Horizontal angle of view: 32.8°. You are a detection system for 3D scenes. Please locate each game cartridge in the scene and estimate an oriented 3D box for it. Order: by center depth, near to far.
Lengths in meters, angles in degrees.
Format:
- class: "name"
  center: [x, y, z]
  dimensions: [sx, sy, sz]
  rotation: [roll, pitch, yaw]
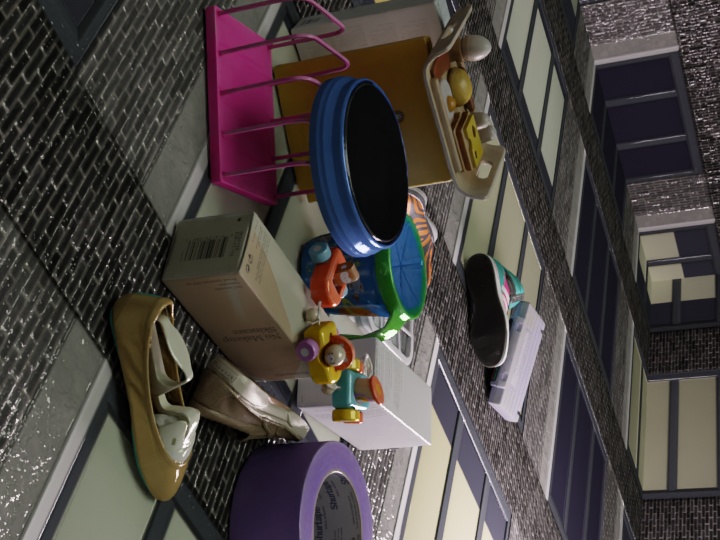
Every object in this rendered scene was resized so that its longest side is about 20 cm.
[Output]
- class: "game cartridge"
  center: [0.005, -0.182, 1.495]
  dimensions: [0.032, 0.199, 0.177]
  rotation: [-37, 118, -66]
- class: "game cartridge"
  center: [0.287, 0.167, 2.254]
  dimensions: [0.130, 0.038, 0.201]
  rotation: [42, 63, -56]

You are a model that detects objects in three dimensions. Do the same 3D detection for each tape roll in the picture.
- class: "tape roll"
  center: [-0.061, 0.289, 1.345]
  dimensions: [0.200, 0.085, 0.201]
  rotation: [-8, 90, -69]

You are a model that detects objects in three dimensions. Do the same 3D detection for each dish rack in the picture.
- class: "dish rack"
  center: [0.028, 0.019, 1.706]
  dimensions: [0.172, 0.043, 0.201]
  rotation: [47, 41, -55]

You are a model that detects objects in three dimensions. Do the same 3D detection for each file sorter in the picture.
- class: "file sorter"
  center: [-0.085, -0.190, 1.376]
  dimensions: [0.139, 0.125, 0.201]
  rotation: [19, 66, -66]

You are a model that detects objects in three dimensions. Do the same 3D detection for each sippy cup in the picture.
- class: "sippy cup"
  center: [0.000, 0.000, 1.522]
  dimensions: [0.178, 0.130, 0.140]
  rotation: [-59, 138, -57]

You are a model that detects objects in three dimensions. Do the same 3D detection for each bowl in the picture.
- class: "bowl"
  center: [0.003, -0.117, 1.353]
  dimensions: [0.201, 0.039, 0.201]
  rotation: [-7, 90, -67]

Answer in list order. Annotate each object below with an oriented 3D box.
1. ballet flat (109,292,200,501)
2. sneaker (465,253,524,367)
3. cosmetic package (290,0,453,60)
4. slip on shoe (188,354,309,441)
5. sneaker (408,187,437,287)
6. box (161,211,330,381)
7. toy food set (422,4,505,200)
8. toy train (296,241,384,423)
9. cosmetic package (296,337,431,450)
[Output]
- class: "ballet flat"
  center: [-0.181, 0.118, 1.124]
  dimensions: [0.069, 0.063, 0.201]
  rotation: [-38, 118, -65]
- class: "sneaker"
  center: [0.243, 0.074, 2.181]
  dimensions: [0.121, 0.083, 0.201]
  rotation: [10, 73, -58]
- class: "cosmetic package"
  center: [0.027, -0.266, 1.577]
  dimensions: [0.052, 0.199, 0.151]
  rotation: [-60, 138, -55]
- class: "slip on shoe"
  center: [-0.117, 0.150, 1.286]
  dimensions: [0.061, 0.076, 0.200]
  rotation: [-53, 155, -7]
- class: "sneaker"
  center: [0.060, -0.037, 1.642]
  dimensions: [0.200, 0.077, 0.112]
  rotation: [47, 40, -55]
- class: "box"
  center: [-0.114, 0.032, 1.279]
  dimensions: [0.200, 0.095, 0.078]
  rotation: [56, 35, -46]
- class: "toy food set"
  center: [0.136, -0.202, 1.477]
  dimensions: [0.144, 0.060, 0.200]
  rotation: [-64, 141, -55]
- class: "toy train"
  center: [-0.010, 0.073, 1.330]
  dimensions: [0.150, 0.055, 0.200]
  rotation: [-68, 145, -46]
- class: "cosmetic package"
  center: [0.009, 0.159, 1.528]
  dimensions: [0.200, 0.107, 0.085]
  rotation: [46, 41, -59]
